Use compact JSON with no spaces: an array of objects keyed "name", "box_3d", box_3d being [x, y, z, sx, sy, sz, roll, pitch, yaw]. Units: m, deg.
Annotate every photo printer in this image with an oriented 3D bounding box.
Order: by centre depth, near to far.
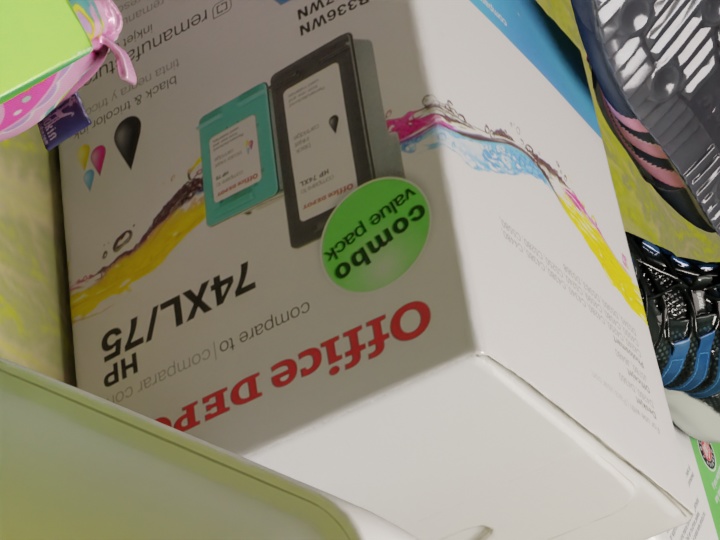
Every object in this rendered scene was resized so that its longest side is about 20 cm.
[{"name":"photo printer","box_3d":[-0.019,0.099,0.573,0.166,0.200,0.070,43,72,-40]}]

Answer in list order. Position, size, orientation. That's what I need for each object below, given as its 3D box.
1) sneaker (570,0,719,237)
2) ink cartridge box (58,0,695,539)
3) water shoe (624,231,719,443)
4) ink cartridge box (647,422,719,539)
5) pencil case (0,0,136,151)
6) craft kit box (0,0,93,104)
[{"name":"sneaker","box_3d":[0.105,-0.084,0.852,0.082,0.070,0.200,39,-13,41]},{"name":"ink cartridge box","box_3d":[0.000,0.000,0.766,0.146,0.146,0.201,38,33,-48]},{"name":"water shoe","box_3d":[0.132,0.012,0.911,0.200,0.079,0.072,27,44,-55]},{"name":"ink cartridge box","box_3d":[0.074,0.043,0.966,0.201,0.084,0.146,63,23,-6]},{"name":"pencil case","box_3d":[-0.139,-0.130,0.672,0.201,0.087,0.087,65,22,3]},{"name":"craft kit box","box_3d":[-0.182,-0.091,0.480,0.200,0.048,0.198,-34,102,-38]}]
